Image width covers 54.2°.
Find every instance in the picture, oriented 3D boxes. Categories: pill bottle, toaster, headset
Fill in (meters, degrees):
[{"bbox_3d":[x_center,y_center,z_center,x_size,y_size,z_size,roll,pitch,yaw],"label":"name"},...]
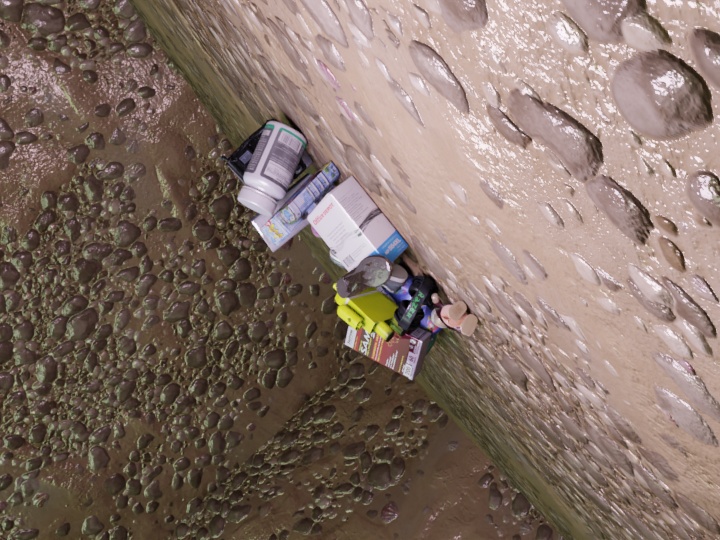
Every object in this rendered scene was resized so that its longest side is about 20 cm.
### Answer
[{"bbox_3d":[-0.214,-0.243,1.687,0.111,0.205,0.113,23,173,3],"label":"pill bottle"},{"bbox_3d":[-0.245,-0.287,1.851,0.200,0.180,0.119,41,172,49],"label":"toaster"},{"bbox_3d":[0.138,0.079,1.594,0.093,0.126,0.200,31,-174,3],"label":"headset"}]

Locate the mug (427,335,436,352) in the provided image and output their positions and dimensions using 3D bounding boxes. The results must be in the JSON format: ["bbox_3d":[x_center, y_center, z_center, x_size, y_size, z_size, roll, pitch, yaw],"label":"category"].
[{"bbox_3d":[0.142,0.168,1.992,0.151,0.115,0.185,39,-173,-4],"label":"mug"}]

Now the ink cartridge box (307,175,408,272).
[{"bbox_3d":[-0.009,-0.086,1.560,0.201,0.084,0.146,52,148,-2],"label":"ink cartridge box"}]

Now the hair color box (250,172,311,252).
[{"bbox_3d":[-0.183,-0.153,1.846,0.100,0.198,0.061,52,178,-15],"label":"hair color box"}]

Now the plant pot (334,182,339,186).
[{"bbox_3d":[-0.049,-0.172,1.827,0.201,0.027,0.200,49,174,7],"label":"plant pot"}]

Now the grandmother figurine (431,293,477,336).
[{"bbox_3d":[0.194,0.100,1.535,0.123,0.060,0.200,57,172,1],"label":"grandmother figurine"}]

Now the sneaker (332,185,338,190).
[{"bbox_3d":[-0.007,-0.113,1.648,0.201,0.072,0.085,51,177,10],"label":"sneaker"}]

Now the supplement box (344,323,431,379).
[{"bbox_3d":[0.064,0.166,1.702,0.196,0.112,0.061,24,-153,22],"label":"supplement box"}]

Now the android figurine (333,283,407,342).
[{"bbox_3d":[0.018,0.087,1.633,0.199,0.042,0.180,39,-151,24],"label":"android figurine"}]

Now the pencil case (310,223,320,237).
[{"bbox_3d":[-0.078,-0.119,1.868,0.088,0.087,0.200,51,175,-15],"label":"pencil case"}]

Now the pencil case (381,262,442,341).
[{"bbox_3d":[0.131,0.080,1.740,0.201,0.087,0.078,50,-161,9],"label":"pencil case"}]

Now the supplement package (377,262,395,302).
[{"bbox_3d":[0.109,0.094,1.861,0.201,0.109,0.114,48,174,17],"label":"supplement package"}]

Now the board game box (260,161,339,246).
[{"bbox_3d":[-0.143,-0.152,1.674,0.062,0.200,0.199,45,164,-11],"label":"board game box"}]

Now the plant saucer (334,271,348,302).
[{"bbox_3d":[0.000,0.000,1.813,0.047,0.204,0.200,26,175,-4],"label":"plant saucer"}]

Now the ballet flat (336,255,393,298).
[{"bbox_3d":[0.014,0.013,1.524,0.199,0.046,0.069,-32,78,52],"label":"ballet flat"}]

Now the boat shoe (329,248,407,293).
[{"bbox_3d":[0.013,0.002,1.673,0.195,0.063,0.074,19,-142,-8],"label":"boat shoe"}]
